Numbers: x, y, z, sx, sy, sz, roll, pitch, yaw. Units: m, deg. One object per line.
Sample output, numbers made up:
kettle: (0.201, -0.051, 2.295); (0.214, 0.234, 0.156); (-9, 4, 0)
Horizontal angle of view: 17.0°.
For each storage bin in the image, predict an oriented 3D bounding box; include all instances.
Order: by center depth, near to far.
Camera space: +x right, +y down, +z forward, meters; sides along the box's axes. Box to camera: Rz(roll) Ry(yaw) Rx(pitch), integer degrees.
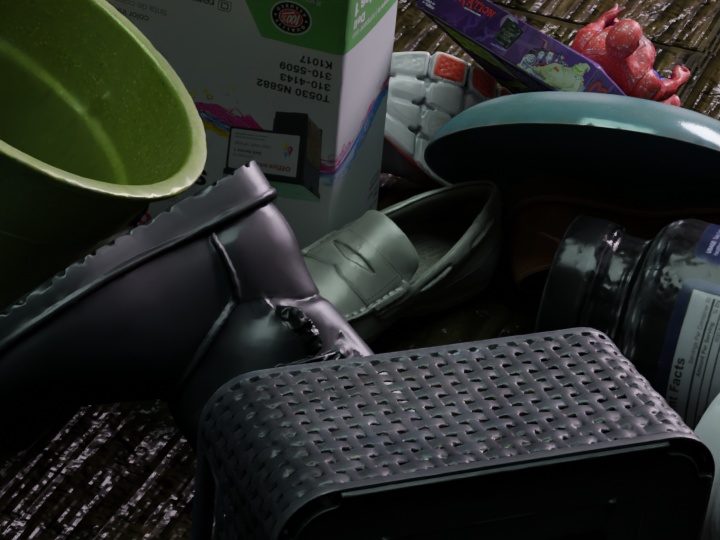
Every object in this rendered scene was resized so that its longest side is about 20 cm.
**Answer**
storage bin: (0.036, 0.114, 1.023); (0.200, 0.135, 0.094); (-6, 32, -22)

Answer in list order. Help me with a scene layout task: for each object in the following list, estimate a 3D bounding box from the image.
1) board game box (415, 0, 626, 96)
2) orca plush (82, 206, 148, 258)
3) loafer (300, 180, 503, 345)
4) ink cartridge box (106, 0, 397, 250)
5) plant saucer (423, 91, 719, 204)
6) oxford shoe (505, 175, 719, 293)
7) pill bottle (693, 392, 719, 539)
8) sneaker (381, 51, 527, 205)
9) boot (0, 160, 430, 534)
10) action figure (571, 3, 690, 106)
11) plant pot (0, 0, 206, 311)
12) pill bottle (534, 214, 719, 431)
board game box: (0.118, -0.104, 1.399); (0.120, 0.032, 0.200); (39, 3, 27)
orca plush: (-0.113, 0.018, 1.224); (0.071, 0.105, 0.200); (34, -3, -28)
loafer: (0.000, 0.000, 1.275); (0.070, 0.070, 0.200); (36, 41, 27)
ink cartridge box: (-0.064, -0.102, 1.316); (0.145, 0.200, 0.084); (16, 34, 15)
plant saucer: (0.135, -0.062, 1.330); (0.200, 0.027, 0.200); (7, -12, 2)
oxford shoe: (0.178, 0.001, 1.339); (0.200, 0.071, 0.071); (5, 56, -1)
pill bottle: (0.245, 0.123, 1.075); (0.200, 0.113, 0.112); (25, 34, 29)
sneaker: (0.015, -0.092, 1.438); (0.200, 0.082, 0.077); (24, 71, -10)
boot: (-0.075, 0.063, 1.083); (0.200, 0.076, 0.168); (-32, 89, -30)
action figure: (0.158, -0.119, 1.410); (0.065, 0.052, 0.200); (40, 4, 9)
plant pot: (-0.207, -0.037, 1.149); (0.200, 0.190, 0.200); (31, 26, -16)
pill bottle: (0.194, 0.038, 1.213); (0.200, 0.112, 0.112); (17, 31, 16)
